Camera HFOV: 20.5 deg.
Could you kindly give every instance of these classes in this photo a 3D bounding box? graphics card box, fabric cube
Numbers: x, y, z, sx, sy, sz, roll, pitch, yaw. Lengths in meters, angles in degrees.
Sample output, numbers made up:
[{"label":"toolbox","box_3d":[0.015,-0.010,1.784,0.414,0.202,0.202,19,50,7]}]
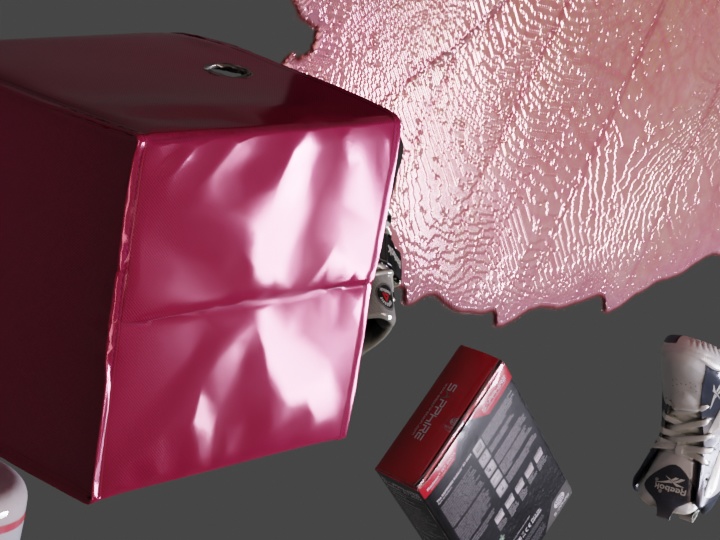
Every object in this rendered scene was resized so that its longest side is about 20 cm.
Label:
[{"label":"graphics card box","box_3d":[0.094,0.166,1.585,0.126,0.051,0.200,-55,140,-19]},{"label":"fabric cube","box_3d":[-0.125,-0.014,1.095,0.198,0.195,0.202,-8,115,-48]}]

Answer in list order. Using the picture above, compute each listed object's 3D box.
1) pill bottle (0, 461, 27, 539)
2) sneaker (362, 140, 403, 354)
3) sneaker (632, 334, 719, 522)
[{"label":"pill bottle","box_3d":[-0.254,0.203,1.108,0.108,0.108,0.202,-2,109,-51]},{"label":"sneaker","box_3d":[0.000,0.000,1.353,0.074,0.088,0.202,25,86,-52]},{"label":"sneaker","box_3d":[0.296,0.157,1.813,0.130,0.079,0.200,-61,154,-25]}]
